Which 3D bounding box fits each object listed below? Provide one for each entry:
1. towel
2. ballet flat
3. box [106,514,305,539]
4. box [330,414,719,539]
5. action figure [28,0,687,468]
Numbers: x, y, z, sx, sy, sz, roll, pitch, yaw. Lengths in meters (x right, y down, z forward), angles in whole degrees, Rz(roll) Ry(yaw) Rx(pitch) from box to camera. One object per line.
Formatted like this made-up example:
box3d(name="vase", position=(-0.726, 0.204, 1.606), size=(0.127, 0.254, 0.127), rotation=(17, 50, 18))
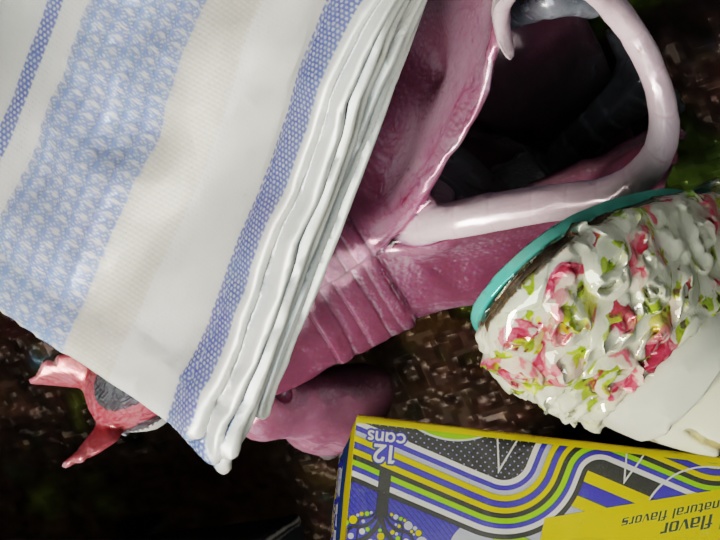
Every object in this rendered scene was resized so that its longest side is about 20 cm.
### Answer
box3d(name="towel", position=(-0.080, -0.057, 0.746), size=(0.199, 0.024, 0.148), rotation=(33, 111, 27))
box3d(name="ballet flat", position=(0.089, 0.016, 0.744), size=(0.076, 0.200, 0.064), rotation=(-46, 76, 16))
box3d(name="box", position=(-0.083, 0.187, 0.842), size=(0.147, 0.107, 0.202), rotation=(-9, 94, 13))
box3d(name="box", position=(0.091, 0.088, 0.770), size=(0.198, 0.071, 0.064), rotation=(7, 167, -3))
box3d(name="action figure", position=(0.000, 0.000, 0.771), size=(0.199, 0.149, 0.134), rotation=(-35, 108, 4))
